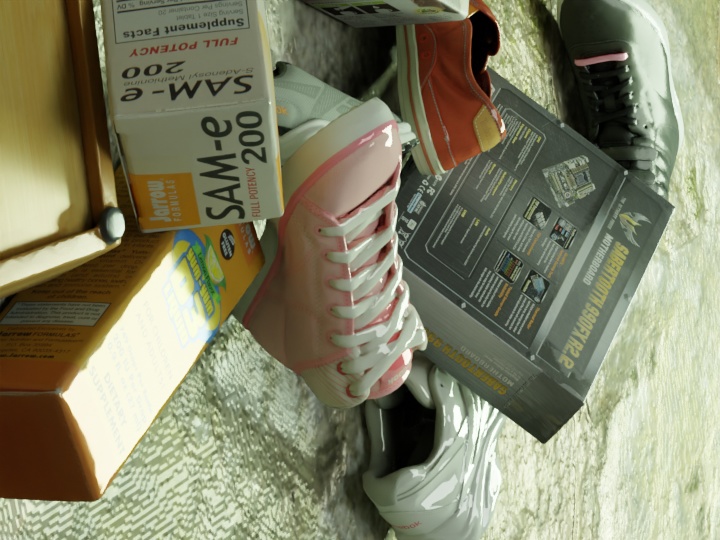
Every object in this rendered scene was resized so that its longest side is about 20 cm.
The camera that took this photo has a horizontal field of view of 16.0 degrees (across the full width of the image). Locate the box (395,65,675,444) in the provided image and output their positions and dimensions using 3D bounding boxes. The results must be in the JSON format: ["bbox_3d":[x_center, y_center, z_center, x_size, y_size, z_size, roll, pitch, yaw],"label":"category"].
[{"bbox_3d":[0.089,-0.015,1.527,0.158,0.048,0.200,36,43,-5],"label":"box"}]

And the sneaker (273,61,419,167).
[{"bbox_3d":[-0.029,-0.078,1.379,0.080,0.074,0.200,60,19,8],"label":"sneaker"}]

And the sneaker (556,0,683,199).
[{"bbox_3d":[0.180,-0.110,1.775,0.200,0.070,0.100,62,32,-47],"label":"sneaker"}]

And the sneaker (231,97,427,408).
[{"bbox_3d":[0.000,0.000,1.289,0.075,0.105,0.200,-33,164,-30],"label":"sneaker"}]

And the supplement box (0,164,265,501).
[{"bbox_3d":[-0.116,0.023,1.207,0.200,0.068,0.067,-60,141,-50],"label":"supplement box"}]

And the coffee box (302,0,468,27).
[{"bbox_3d":[-0.013,-0.212,1.405,0.200,0.079,0.114,17,74,-61],"label":"coffee box"}]

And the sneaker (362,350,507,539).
[{"bbox_3d":[0.050,0.064,1.514,0.099,0.077,0.201,45,47,-46],"label":"sneaker"}]

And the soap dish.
[{"bbox_3d":[-0.174,-0.079,1.087,0.157,0.081,0.202,-23,109,-61],"label":"soap dish"}]

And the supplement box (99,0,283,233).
[{"bbox_3d":[-0.082,-0.135,1.182,0.126,0.073,0.201,87,-4,-68],"label":"supplement box"}]

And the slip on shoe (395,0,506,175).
[{"bbox_3d":[0.053,-0.142,1.518,0.074,0.061,0.201,65,16,-48],"label":"slip on shoe"}]
